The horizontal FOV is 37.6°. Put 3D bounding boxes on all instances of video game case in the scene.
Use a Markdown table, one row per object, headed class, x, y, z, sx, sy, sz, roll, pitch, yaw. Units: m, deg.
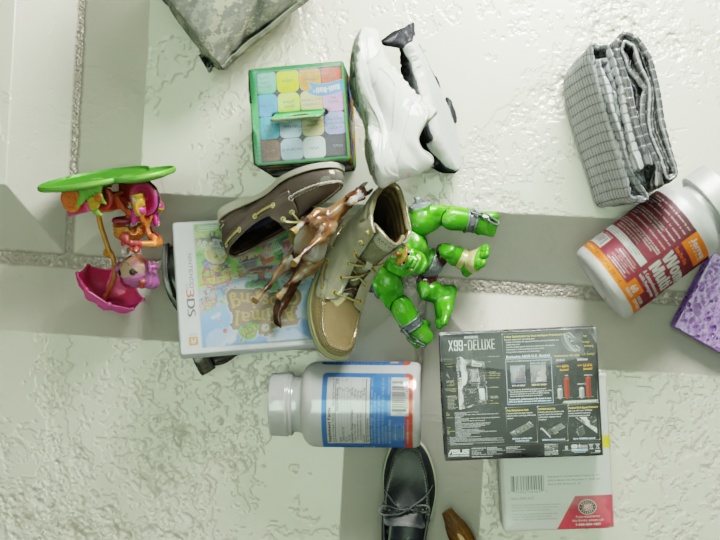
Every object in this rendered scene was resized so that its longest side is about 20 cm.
| class | x | y | z | sx | sy | sz | roll | pitch | yaw |
| --- | --- | --- | --- | --- | --- | --- | --- | --- | --- |
| video game case | -0.143 | 0.018 | 1.390 | 0.197 | 0.022 | 0.184 | -4 | 71 | -10 |

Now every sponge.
| class | x | y | z | sx | sy | sz | roll | pitch | yaw |
| --- | --- | --- | --- | --- | --- | --- | --- | --- | --- |
| sponge | 0.522 | 0.073 | 1.393 | 0.199 | 0.030 | 0.112 | 30 | 92 | 3 |

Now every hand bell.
| class | x | y | z | sx | sy | sz | roll | pitch | yaw |
| --- | --- | --- | --- | --- | --- | --- | --- | --- | --- |
| hand bell | 0.164 | 0.409 | 1.406 | 0.103 | 0.104 | 0.201 | -29 | 76 | 4 |

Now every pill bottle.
| class | x | y | z | sx | sy | sz | roll | pitch | yaw |
| --- | --- | --- | --- | --- | --- | --- | --- | --- | --- |
| pill bottle | 0.387 | -0.039 | 1.361 | 0.199 | 0.110 | 0.110 | -37 | 88 | 4 |
| pill bottle | -0.019 | 0.176 | 1.390 | 0.197 | 0.112 | 0.114 | 0 | 91 | 5 |

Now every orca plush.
| class | x | y | z | sx | sy | sz | roll | pitch | yaw |
| --- | --- | --- | --- | --- | --- | --- | --- | --- | --- |
| orca plush | 0.067 | -0.215 | 1.386 | 0.070 | 0.106 | 0.201 | -12 | 126 | 29 |

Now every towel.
| class | x | y | z | sx | sy | sz | roll | pitch | yaw |
| --- | --- | --- | --- | --- | --- | --- | --- | --- | --- |
| towel | 0.331 | -0.185 | 1.337 | 0.085 | 0.166 | 0.202 | -17 | 90 | -2 |

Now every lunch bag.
| class | x | y | z | sx | sy | sz | roll | pitch | yaw |
| --- | --- | --- | --- | --- | --- | --- | --- | --- | --- |
| lunch bag | -0.164 | -0.379 | 1.379 | 0.199 | 0.139 | 0.169 | -36 | 88 | 4 |

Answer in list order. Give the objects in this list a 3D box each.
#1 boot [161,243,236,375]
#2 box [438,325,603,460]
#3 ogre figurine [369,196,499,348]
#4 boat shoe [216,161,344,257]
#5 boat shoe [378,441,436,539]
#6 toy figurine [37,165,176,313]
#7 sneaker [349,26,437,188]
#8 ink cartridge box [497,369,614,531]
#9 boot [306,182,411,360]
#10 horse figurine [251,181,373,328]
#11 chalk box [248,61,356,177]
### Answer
| class | x | y | z | sx | sy | sz | roll | pitch | yaw |
| --- | --- | --- | --- | --- | --- | --- | --- | --- | --- |
| boot | -0.166 | 0.032 | 1.428 | 0.172 | 0.069 | 0.202 | -22 | 85 | -5 |
| box | 0.198 | 0.153 | 1.322 | 0.197 | 0.050 | 0.160 | -4 | 90 | 6 |
| ogre figurine | 0.087 | -0.006 | 1.392 | 0.119 | 0.099 | 0.201 | 27 | 120 | -10 |
| boat shoe | -0.099 | -0.076 | 1.337 | 0.198 | 0.072 | 0.060 | -22 | 65 | 28 |
| boat shoe | 0.062 | 0.323 | 1.411 | 0.074 | 0.062 | 0.203 | 5 | 90 | 5 |
| toy figurine | -0.314 | -0.036 | 1.396 | 0.198 | 0.150 | 0.187 | -3 | 104 | 27 |
| sneaker | 0.043 | -0.207 | 1.315 | 0.098 | 0.078 | 0.203 | -11 | 87 | -8 |
| ink cartridge box | 0.251 | 0.229 | 1.385 | 0.143 | 0.083 | 0.203 | -2 | 91 | 5 |
| boot | 0.000 | 0.000 | 1.334 | 0.071 | 0.154 | 0.202 | 19 | 59 | -24 |
| horse figurine | -0.069 | -0.021 | 1.320 | 0.050 | 0.133 | 0.201 | 36 | 130 | 7 |
| chalk box | -0.073 | -0.192 | 1.344 | 0.123 | 0.200 | 0.126 | -3 | 89 | 2 |
